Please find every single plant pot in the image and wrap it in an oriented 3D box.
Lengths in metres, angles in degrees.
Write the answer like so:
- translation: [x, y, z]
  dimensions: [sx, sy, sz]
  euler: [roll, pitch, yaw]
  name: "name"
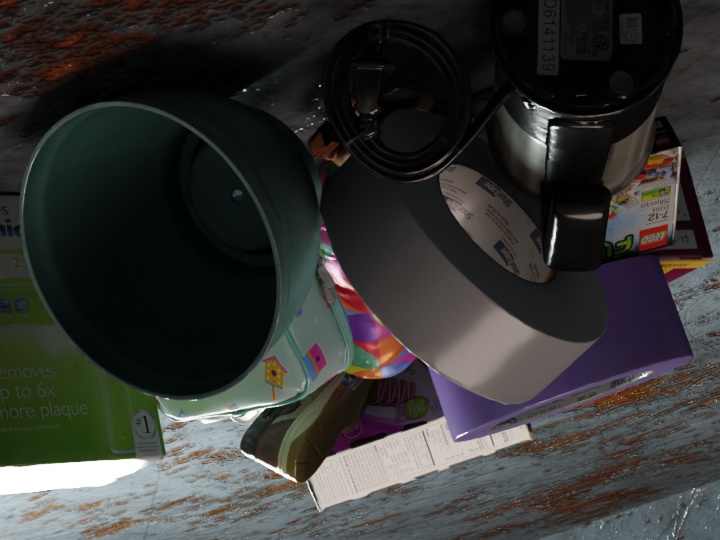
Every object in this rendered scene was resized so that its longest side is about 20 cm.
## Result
- translation: [-0.105, -0.034, 1.315]
  dimensions: [0.200, 0.201, 0.134]
  euler: [-24, -172, 35]
  name: "plant pot"

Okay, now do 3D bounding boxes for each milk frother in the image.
- translation: [0.090, -0.108, 1.273]
  dimensions: [0.199, 0.182, 0.188]
  euler: [18, 166, 8]
  name: "milk frother"

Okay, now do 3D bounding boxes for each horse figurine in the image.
- translation: [0.036, -0.098, 1.416]
  dimensions: [0.199, 0.050, 0.132]
  euler: [-5, 157, -34]
  name: "horse figurine"

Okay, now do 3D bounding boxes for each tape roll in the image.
- translation: [0.069, -0.011, 1.311]
  dimensions: [0.066, 0.201, 0.200]
  euler: [-45, 150, 26]
  name: "tape roll"
- translation: [0.152, 0.062, 1.560]
  dimensions: [0.199, 0.086, 0.200]
  euler: [-18, 171, -3]
  name: "tape roll"

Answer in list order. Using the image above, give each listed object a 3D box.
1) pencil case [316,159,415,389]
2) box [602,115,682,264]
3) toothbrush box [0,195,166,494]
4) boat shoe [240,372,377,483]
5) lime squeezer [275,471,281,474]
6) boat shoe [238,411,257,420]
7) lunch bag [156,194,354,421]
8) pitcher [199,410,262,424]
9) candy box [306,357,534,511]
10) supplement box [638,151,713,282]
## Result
- translation: [0.000, 0.000, 1.535]
  dimensions: [0.088, 0.089, 0.201]
  euler: [-11, 137, -4]
  name: "pencil case"
- translation: [0.136, -0.041, 1.471]
  dimensions: [0.199, 0.035, 0.110]
  euler: [-15, 139, -7]
  name: "box"
- translation: [-0.237, 0.053, 1.447]
  dimensions: [0.145, 0.201, 0.086]
  euler: [2, 158, -40]
  name: "toothbrush box"
- translation: [-0.037, 0.104, 1.658]
  dimensions: [0.066, 0.072, 0.201]
  euler: [18, -149, 14]
  name: "boat shoe"
- translation: [-0.050, 0.087, 1.748]
  dimensions: [0.070, 0.201, 0.038]
  euler: [0, 137, 42]
  name: "lime squeezer"
- translation: [-0.092, 0.065, 1.650]
  dimensions: [0.062, 0.073, 0.200]
  euler: [24, 154, -6]
  name: "boat shoe"
- translation: [-0.101, 0.025, 1.506]
  dimensions: [0.199, 0.161, 0.077]
  euler: [-14, -168, 46]
  name: "lunch bag"
- translation: [-0.045, 0.098, 1.874]
  dimensions: [0.199, 0.122, 0.172]
  euler: [-13, -169, 24]
  name: "pitcher"
- translation: [0.040, 0.119, 1.754]
  dimensions: [0.199, 0.137, 0.061]
  euler: [-19, 123, 1]
  name: "candy box"
- translation: [0.177, -0.021, 1.691]
  dimensions: [0.130, 0.104, 0.200]
  euler: [-3, 162, -35]
  name: "supplement box"
